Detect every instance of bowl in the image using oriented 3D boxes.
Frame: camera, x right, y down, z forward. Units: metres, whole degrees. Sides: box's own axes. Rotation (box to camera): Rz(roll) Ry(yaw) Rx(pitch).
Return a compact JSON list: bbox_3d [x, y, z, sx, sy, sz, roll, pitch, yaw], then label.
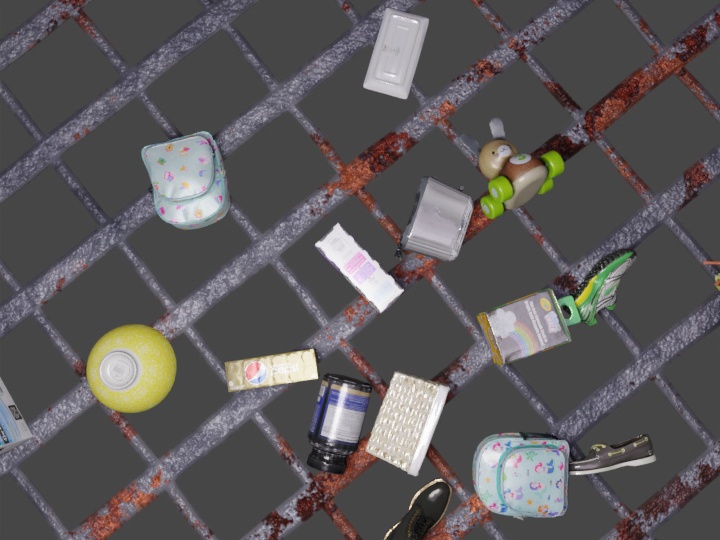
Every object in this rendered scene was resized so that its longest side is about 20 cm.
[{"bbox_3d":[-0.515,0.216,1.688,0.200,0.108,0.200,0,85,1],"label":"bowl"}]

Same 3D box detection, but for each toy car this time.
[{"bbox_3d":[0.316,-0.245,1.700,0.164,0.158,0.200,-26,73,-13],"label":"toy car"}]

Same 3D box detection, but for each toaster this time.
[{"bbox_3d":[0.166,-0.102,1.700,0.129,0.114,0.200,19,84,0],"label":"toaster"}]

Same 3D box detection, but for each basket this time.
[{"bbox_3d":[0.101,0.319,1.657,0.123,0.136,0.200,21,86,7],"label":"basket"}]

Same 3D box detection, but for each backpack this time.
[{"bbox_3d":[-0.381,-0.194,1.701,0.176,0.153,0.200,-14,92,-5],"label":"backpack"},{"bbox_3d":[0.340,0.436,1.640,0.200,0.151,0.178,3,87,6],"label":"backpack"}]

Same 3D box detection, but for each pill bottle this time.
[{"bbox_3d":[-0.051,0.331,1.668,0.112,0.112,0.200,15,86,2],"label":"pill bottle"}]

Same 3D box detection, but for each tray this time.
[{"bbox_3d":[0.083,-0.505,1.780,0.107,0.022,0.200,16,86,3],"label":"tray"}]

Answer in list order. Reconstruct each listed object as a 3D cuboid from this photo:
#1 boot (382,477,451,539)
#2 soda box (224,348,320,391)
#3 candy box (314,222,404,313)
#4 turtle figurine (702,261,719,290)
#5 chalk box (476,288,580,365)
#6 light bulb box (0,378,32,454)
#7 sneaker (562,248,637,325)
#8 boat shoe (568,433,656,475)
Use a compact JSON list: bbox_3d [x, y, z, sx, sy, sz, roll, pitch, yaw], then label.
[{"bbox_3d":[0.128,0.539,1.634,0.077,0.138,0.200,37,86,4],"label":"boot"},{"bbox_3d":[-0.193,0.219,1.703,0.200,0.064,0.068,-9,85,0],"label":"soda box"},{"bbox_3d":[0.000,0.000,1.666,0.072,0.168,0.200,-44,86,-2],"label":"candy box"},{"bbox_3d":[0.827,0.066,1.693,0.200,0.064,0.161,20,62,-14],"label":"turtle figurine"},{"bbox_3d":[0.373,0.116,1.674,0.200,0.124,0.125,-19,84,-2],"label":"chalk box"},{"bbox_3d":[-0.838,0.315,1.639,0.125,0.200,0.198,-32,86,-1],"label":"light bulb box"},{"bbox_3d":[0.542,0.034,1.708,0.085,0.078,0.200,40,96,-3],"label":"sneaker"},{"bbox_3d":[0.538,0.402,1.675,0.201,0.072,0.061,-10,81,-7],"label":"boat shoe"}]
